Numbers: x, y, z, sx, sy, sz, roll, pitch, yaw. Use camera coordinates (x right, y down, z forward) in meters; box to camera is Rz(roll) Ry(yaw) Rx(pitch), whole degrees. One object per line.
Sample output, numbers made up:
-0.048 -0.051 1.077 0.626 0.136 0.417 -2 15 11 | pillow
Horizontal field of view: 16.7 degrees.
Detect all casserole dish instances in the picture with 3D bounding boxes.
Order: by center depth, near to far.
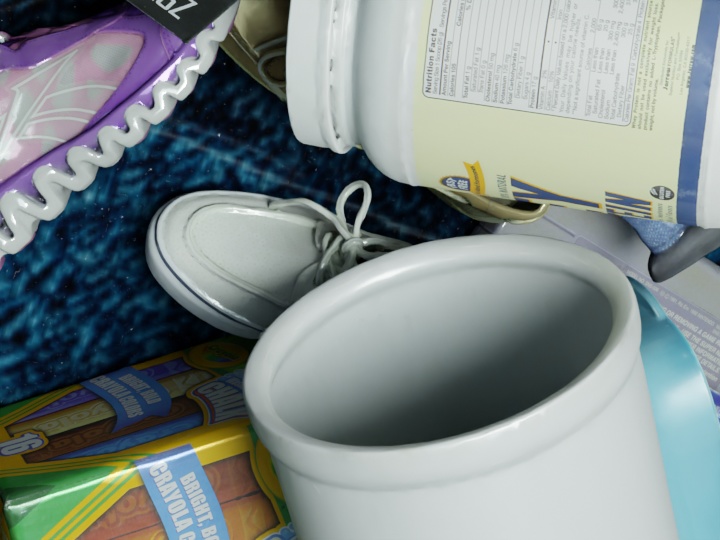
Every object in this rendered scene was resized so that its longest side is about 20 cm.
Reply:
0.137 0.101 1.157 0.039 0.121 0.201 -21 111 -13 | casserole dish

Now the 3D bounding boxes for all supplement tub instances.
0.079 -0.101 1.055 0.199 0.145 0.146 9 104 11 | supplement tub

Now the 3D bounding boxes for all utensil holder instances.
0.056 0.111 1.067 0.169 0.170 0.201 -23 119 -11 | utensil holder

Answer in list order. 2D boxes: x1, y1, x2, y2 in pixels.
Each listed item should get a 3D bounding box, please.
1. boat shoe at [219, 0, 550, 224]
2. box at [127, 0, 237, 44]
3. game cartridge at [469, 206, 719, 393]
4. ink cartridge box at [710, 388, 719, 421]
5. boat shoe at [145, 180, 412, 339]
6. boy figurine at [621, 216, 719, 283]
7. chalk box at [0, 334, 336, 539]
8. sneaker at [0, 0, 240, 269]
0.007 -0.090 1.157 0.200 0.063 0.073 40 91 -13 | boat shoe
-0.091 -0.212 0.985 0.200 0.086 0.164 34 135 -21 | box
0.130 0.040 1.262 0.199 0.038 0.130 31 90 -23 | game cartridge
0.158 0.162 1.276 0.099 0.039 0.200 28 109 -22 | ink cartridge box
-0.001 0.005 1.153 0.201 0.086 0.075 23 65 -6 | boat shoe
0.106 -0.093 1.179 0.064 0.124 0.200 -34 98 30 | boy figurine
-0.072 0.113 1.163 0.199 0.124 0.126 -18 110 -13 | chalk box
-0.142 -0.082 1.105 0.200 0.081 0.089 -41 102 8 | sneaker
